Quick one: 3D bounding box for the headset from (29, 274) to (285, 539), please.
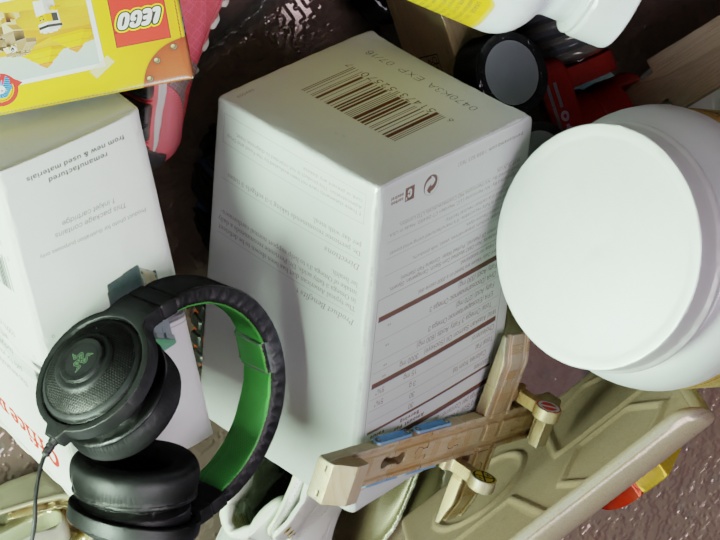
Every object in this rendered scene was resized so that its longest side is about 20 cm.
[{"bbox_3d":[-0.126,0.079,1.333,0.200,0.094,0.124,-34,126,-34],"label":"headset"}]

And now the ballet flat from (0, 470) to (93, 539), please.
[{"bbox_3d":[-0.230,0.164,1.486,0.200,0.069,0.070,-25,126,-21],"label":"ballet flat"}]

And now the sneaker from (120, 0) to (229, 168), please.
[{"bbox_3d":[-0.090,-0.146,1.413,0.087,0.074,0.201,-13,120,-30],"label":"sneaker"}]

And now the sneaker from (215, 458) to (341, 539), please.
[{"bbox_3d":[-0.061,0.149,1.557,0.116,0.074,0.200,-10,126,-65],"label":"sneaker"}]

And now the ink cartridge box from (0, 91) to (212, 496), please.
[{"bbox_3d":[-0.158,-0.007,1.393,0.084,0.146,0.200,-26,126,-21],"label":"ink cartridge box"}]

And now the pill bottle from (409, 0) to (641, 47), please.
[{"bbox_3d":[0.046,-0.185,1.366,0.200,0.112,0.112,23,101,-11],"label":"pill bottle"}]

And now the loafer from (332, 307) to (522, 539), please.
[{"bbox_3d":[0.025,0.090,1.619,0.067,0.076,0.200,18,100,-32],"label":"loafer"}]

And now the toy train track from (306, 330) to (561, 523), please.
[{"bbox_3d":[0.049,0.095,1.428,0.200,0.033,0.115,-11,126,-51],"label":"toy train track"}]

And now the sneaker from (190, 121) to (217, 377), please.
[{"bbox_3d":[-0.045,-0.018,1.522,0.078,0.075,0.200,-19,131,-36],"label":"sneaker"}]

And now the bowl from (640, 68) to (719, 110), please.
[{"bbox_3d":[0.212,-0.070,1.592,0.107,0.200,0.200,12,107,-23],"label":"bowl"}]

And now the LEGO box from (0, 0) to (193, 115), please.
[{"bbox_3d":[-0.191,-0.151,1.295,0.200,0.077,0.149,-12,120,-4],"label":"LEGO box"}]

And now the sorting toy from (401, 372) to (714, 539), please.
[{"bbox_3d":[0.107,0.115,1.500,0.185,0.200,0.036,-38,99,6],"label":"sorting toy"}]

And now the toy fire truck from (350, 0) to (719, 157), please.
[{"bbox_3d":[0.122,-0.133,1.504,0.200,0.129,0.176,-23,97,-32],"label":"toy fire truck"}]

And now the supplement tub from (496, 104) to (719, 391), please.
[{"bbox_3d":[0.176,-0.011,1.422,0.200,0.144,0.145,0,115,-52],"label":"supplement tub"}]

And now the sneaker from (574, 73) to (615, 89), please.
[{"bbox_3d":[0.073,-0.051,1.568,0.200,0.082,0.074,-43,129,-8],"label":"sneaker"}]

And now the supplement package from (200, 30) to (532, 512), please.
[{"bbox_3d":[0.000,0.000,1.427,0.117,0.117,0.200,-27,136,-40],"label":"supplement package"}]
